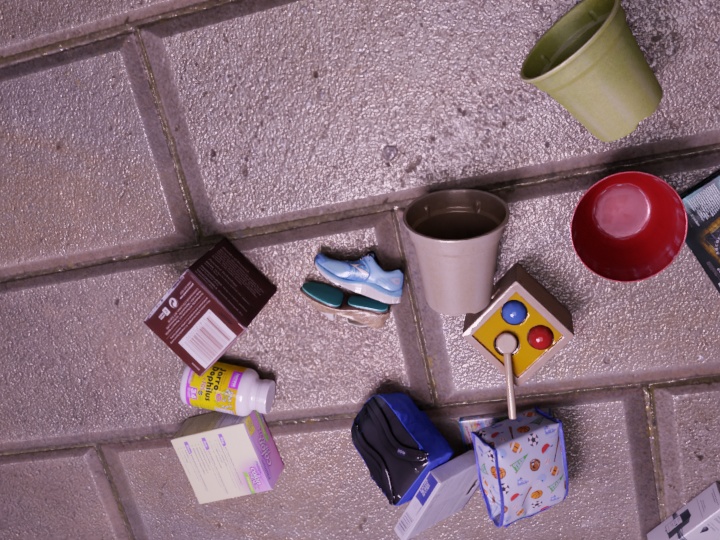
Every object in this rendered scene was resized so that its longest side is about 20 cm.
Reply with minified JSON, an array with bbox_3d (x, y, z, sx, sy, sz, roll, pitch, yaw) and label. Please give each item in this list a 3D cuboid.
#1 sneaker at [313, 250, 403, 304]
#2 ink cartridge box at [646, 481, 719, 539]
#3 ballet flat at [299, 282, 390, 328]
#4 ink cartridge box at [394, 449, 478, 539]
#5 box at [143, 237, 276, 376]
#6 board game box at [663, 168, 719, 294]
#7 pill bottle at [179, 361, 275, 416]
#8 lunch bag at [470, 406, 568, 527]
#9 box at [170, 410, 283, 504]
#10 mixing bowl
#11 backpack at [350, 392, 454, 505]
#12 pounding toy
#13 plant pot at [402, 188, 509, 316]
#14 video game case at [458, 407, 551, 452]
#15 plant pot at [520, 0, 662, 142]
[{"bbox_3d":[0.000,0.000,1.547,0.196,0.078,0.092,19,90,8],"label":"sneaker"},{"bbox_3d":[0.722,0.564,1.576,0.146,0.083,0.201,39,115,-3],"label":"ink cartridge box"},{"bbox_3d":[-0.036,0.080,1.579,0.196,0.071,0.066,16,124,10],"label":"ballet flat"},{"bbox_3d":[0.183,0.472,1.618,0.041,0.197,0.202,46,127,31],"label":"ink cartridge box"},{"bbox_3d":[-0.305,0.072,1.562,0.164,0.200,0.166,44,113,-6],"label":"box"},{"bbox_3d":[0.662,-0.071,1.379,0.134,0.028,0.201,-34,99,22],"label":"board game box"},{"bbox_3d":[-0.293,0.262,1.684,0.195,0.105,0.107,9,113,9],"label":"pill bottle"},{"bbox_3d":[0.326,0.405,1.540,0.167,0.124,0.205,-17,105,-14],"label":"lunch bag"},{"bbox_3d":[-0.305,0.422,1.752,0.196,0.097,0.179,-16,106,19],"label":"box"},{"bbox_3d":[0.478,-0.093,1.370,0.195,0.109,0.205,5,112,11],"label":"mixing bowl"},{"bbox_3d":[0.083,0.366,1.608,0.200,0.166,0.164,47,113,28],"label":"backpack"},{"bbox_3d":[0.301,0.138,1.479,0.183,0.142,0.200,41,113,-4],"label":"pounding toy"},{"bbox_3d":[0.183,-0.027,1.434,0.195,0.202,0.187,1,123,12],"label":"plant pot"},{"bbox_3d":[0.321,0.373,1.632,0.195,0.018,0.146,-10,108,16],"label":"video game case"},{"bbox_3d":[0.401,-0.327,1.269,0.200,0.202,0.184,-40,109,23],"label":"plant pot"}]
